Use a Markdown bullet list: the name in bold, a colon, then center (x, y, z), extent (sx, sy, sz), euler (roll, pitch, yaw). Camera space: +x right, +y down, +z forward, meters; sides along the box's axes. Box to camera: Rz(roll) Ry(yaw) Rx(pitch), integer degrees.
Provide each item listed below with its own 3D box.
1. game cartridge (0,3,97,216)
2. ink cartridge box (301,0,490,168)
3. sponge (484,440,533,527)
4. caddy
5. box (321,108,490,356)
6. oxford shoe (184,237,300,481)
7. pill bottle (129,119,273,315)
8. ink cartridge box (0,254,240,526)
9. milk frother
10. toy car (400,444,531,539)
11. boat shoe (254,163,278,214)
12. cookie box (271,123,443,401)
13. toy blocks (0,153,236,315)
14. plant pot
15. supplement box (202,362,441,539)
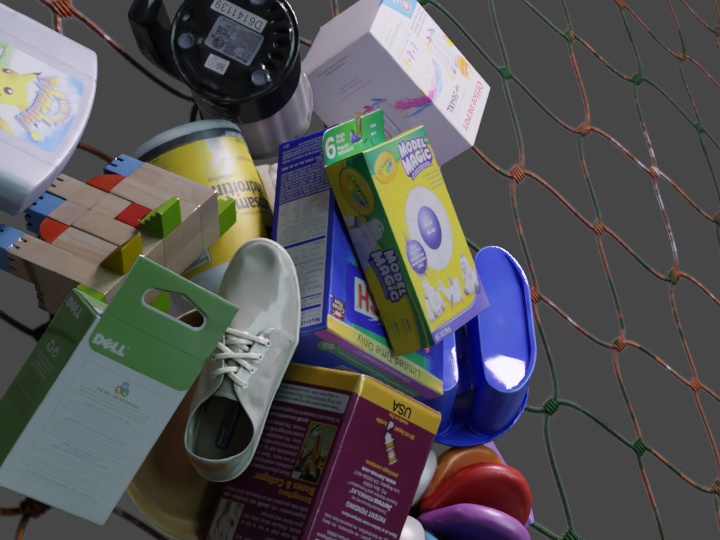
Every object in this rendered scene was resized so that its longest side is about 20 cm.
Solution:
- **game cartridge**: center (-0.294, -0.140, 1.280), extent (0.133, 0.040, 0.201), euler (29, 43, -17)
- **ink cartridge box**: center (0.045, -0.196, 1.711), extent (0.200, 0.125, 0.129), euler (45, 37, -21)
- **sponge**: center (0.113, 0.171, 1.575), extent (0.201, 0.030, 0.112), euler (58, 5, -3)
- **caddy**: center (0.093, 0.070, 1.477), extent (0.141, 0.105, 0.201), euler (1, 58, -6)
- **box**: center (0.038, -0.040, 1.323), extent (0.117, 0.048, 0.201), euler (-31, 99, -56)
- **oxford shoe**: center (-0.095, 0.072, 1.233), extent (0.058, 0.075, 0.201), euler (41, 63, -78)
- **pill bottle**: center (-0.128, -0.025, 1.376), extent (0.112, 0.112, 0.201), euler (-5, 70, -53)
- **ink cartridge box**: center (-0.191, 0.082, 1.152), extent (0.104, 0.200, 0.059), euler (31, 4, -36)
- **milk frother**: center (-0.100, -0.235, 1.446), extent (0.180, 0.200, 0.188), euler (44, -7, 9)
- **toy car**: center (0.093, 0.249, 1.432), extent (0.175, 0.150, 0.201), euler (42, 39, -26)
- **boat shoe**: center (-0.043, -0.009, 1.425), extent (0.068, 0.075, 0.201), euler (-13, 81, -21)
- **cookie box**: center (0.000, 0.000, 1.359), extent (0.171, 0.075, 0.201), euler (32, 51, -45)
- **toy blocks**: center (-0.215, -0.029, 1.263), extent (0.200, 0.136, 0.100), euler (-47, 149, -40)
- **plant pot**: center (-0.124, 0.127, 1.282), extent (0.199, 0.027, 0.201), euler (-4, 96, -39)
- **supplement box**: center (-0.036, 0.186, 1.258), extent (0.103, 0.131, 0.201), euler (30, 75, -38)
